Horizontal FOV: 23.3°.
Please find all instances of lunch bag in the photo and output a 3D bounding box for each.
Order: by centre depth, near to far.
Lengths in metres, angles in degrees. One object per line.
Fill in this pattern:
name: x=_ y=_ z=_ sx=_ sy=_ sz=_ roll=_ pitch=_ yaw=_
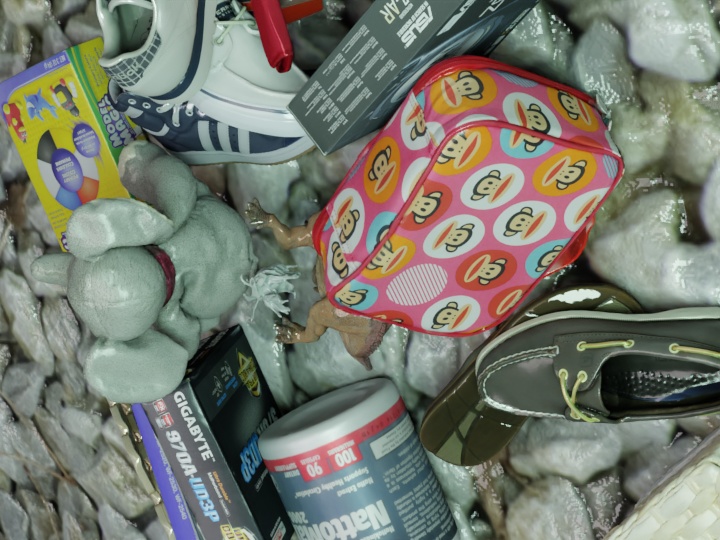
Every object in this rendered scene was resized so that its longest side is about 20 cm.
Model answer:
lunch bag: x=0.081 y=-0.041 z=1.171 sx=0.200 sy=0.175 sz=0.082 roll=-52 pitch=40 yaw=35

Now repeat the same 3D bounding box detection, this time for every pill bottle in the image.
pill bottle: x=0.011 y=0.198 z=1.366 sx=0.119 sy=0.119 sz=0.201 roll=-18 pitch=99 yaw=43

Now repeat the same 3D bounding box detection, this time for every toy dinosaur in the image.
toy dinosaur: x=0.000 y=0.000 z=1.302 sx=0.135 sy=0.086 sz=0.201 roll=7 pitch=115 yaw=36

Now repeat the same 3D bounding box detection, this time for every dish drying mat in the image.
dish drying mat: x=-0.080 y=-0.233 z=1.165 sx=0.077 sy=0.018 sz=0.201 roll=155 pitch=99 yaw=-85

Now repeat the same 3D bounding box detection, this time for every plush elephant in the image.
plush elephant: x=-0.163 y=0.003 z=1.270 sx=0.199 sy=0.154 sz=0.166 roll=17 pitch=109 yaw=47

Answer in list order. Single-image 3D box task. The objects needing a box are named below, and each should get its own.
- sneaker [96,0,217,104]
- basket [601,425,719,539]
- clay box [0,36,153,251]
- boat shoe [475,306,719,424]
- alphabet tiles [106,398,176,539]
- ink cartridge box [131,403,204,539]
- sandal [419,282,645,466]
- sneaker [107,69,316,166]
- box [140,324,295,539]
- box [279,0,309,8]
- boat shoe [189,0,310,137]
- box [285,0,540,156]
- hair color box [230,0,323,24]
sneaker: x=-0.139 y=-0.217 z=1.187 sx=0.076 sy=0.080 sz=0.201 roll=-8 pitch=76 yaw=32
basket: x=0.268 y=0.204 z=1.129 sx=0.198 sy=0.161 sz=0.200 roll=49 pitch=131 yaw=11
clay box: x=-0.227 y=-0.083 z=1.475 sx=0.115 sy=0.048 sz=0.201 roll=-17 pitch=98 yaw=44
boat shoe: x=0.168 y=0.068 z=1.169 sx=0.200 sy=0.061 sz=0.072 roll=-9 pitch=117 yaw=21
alphabet tiles: x=-0.171 y=0.188 z=1.494 sx=0.200 sy=0.015 sz=0.196 roll=58 pitch=171 yaw=51
ink cartridge box: x=-0.122 y=0.195 z=1.402 sx=0.043 sy=0.200 sz=0.199 roll=-23 pitch=79 yaw=10
sandal: x=0.120 y=0.069 z=1.254 sx=0.082 sy=0.055 sz=0.200 roll=37 pitch=123 yaw=-11
sneaker: x=-0.106 y=-0.133 z=1.304 sx=0.199 sy=0.070 sz=0.108 roll=-5 pitch=147 yaw=43
box: x=-0.101 y=0.141 z=1.381 sx=0.046 sy=0.200 sz=0.160 roll=-23 pitch=96 yaw=11
box: x=-0.032 y=-0.287 z=1.169 sx=0.100 sy=0.075 sz=0.201 roll=-14 pitch=106 yaw=4
boat shoe: x=-0.106 y=-0.162 z=1.235 sx=0.199 sy=0.073 sz=0.067 roll=28 pitch=132 yaw=24
box: x=0.060 y=-0.169 z=1.118 sx=0.044 sy=0.160 sz=0.200 roll=52 pitch=133 yaw=7
hair color box: x=-0.099 y=-0.277 z=1.266 sx=0.101 sy=0.061 sz=0.201 roll=2 pitch=111 yaw=39
